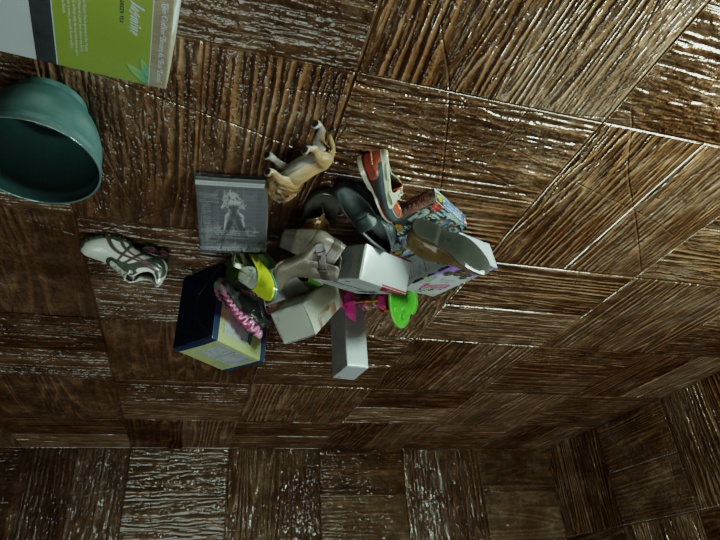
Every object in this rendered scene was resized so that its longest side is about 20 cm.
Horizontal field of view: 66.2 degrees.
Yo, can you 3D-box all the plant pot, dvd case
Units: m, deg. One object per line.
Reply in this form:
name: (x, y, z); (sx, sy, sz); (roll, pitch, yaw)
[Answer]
plant pot: (-0.516, -0.223, 0.897); (0.197, 0.136, 0.201); (-3, 150, -2)
dvd case: (-0.271, -0.116, 1.174); (0.146, 0.016, 0.202); (2, 133, -10)

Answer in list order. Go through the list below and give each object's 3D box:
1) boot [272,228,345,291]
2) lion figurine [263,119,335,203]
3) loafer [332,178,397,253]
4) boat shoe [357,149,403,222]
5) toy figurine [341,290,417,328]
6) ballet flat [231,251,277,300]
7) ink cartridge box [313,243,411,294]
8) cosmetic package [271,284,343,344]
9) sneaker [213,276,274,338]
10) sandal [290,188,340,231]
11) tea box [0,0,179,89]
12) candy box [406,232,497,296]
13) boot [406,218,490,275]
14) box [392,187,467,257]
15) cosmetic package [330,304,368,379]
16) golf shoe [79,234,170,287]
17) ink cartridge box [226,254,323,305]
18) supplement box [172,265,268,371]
boot: (-0.116, -0.007, 1.234); (0.144, 0.071, 0.201); (17, 131, -2)
lion figurine: (-0.110, -0.198, 1.055); (0.198, 0.073, 0.122); (-21, 153, 19)
loafer: (0.013, -0.113, 1.172); (0.068, 0.071, 0.200); (-28, 128, 25)
boat shoe: (0.055, -0.169, 1.129); (0.062, 0.072, 0.200); (-16, 143, 14)
toy figurine: (0.040, 0.083, 1.524); (0.182, 0.153, 0.199); (-4, 177, 27)
ballet flat: (-0.250, -0.002, 1.245); (0.066, 0.201, 0.067); (7, 123, -35)
ink cartridge box: (0.000, 0.000, 1.309); (0.143, 0.085, 0.199); (19, 169, -35)
cosmetic package: (-0.131, 0.098, 1.416); (0.102, 0.088, 0.200); (-18, -168, 25)
sneaker: (-0.278, 0.074, 1.348); (0.079, 0.095, 0.201); (27, 156, 45)
sandal: (-0.104, -0.102, 1.224); (0.081, 0.055, 0.200); (16, 137, -31)
tea box: (-0.310, -0.350, 0.647); (0.194, 0.202, 0.134); (7, 147, -21)
candy box: (0.211, -0.010, 1.373); (0.199, 0.072, 0.167); (-27, 157, 33)
boot: (0.194, -0.041, 1.233); (0.198, 0.074, 0.076); (29, 144, 1)
box: (0.127, -0.101, 1.275); (0.199, 0.040, 0.136); (-26, 142, 32)
cosmetic package: (-0.034, 0.201, 1.600); (0.070, 0.202, 0.101); (11, 147, -24)
golf shoe: (-0.544, -0.023, 1.274); (0.198, 0.089, 0.077); (12, 147, -23)
ink cartridge box: (-0.212, 0.008, 1.381); (0.198, 0.077, 0.148); (-19, 146, 16)
supplement box: (-0.355, 0.130, 1.439); (0.133, 0.202, 0.200); (-16, 147, 25)
